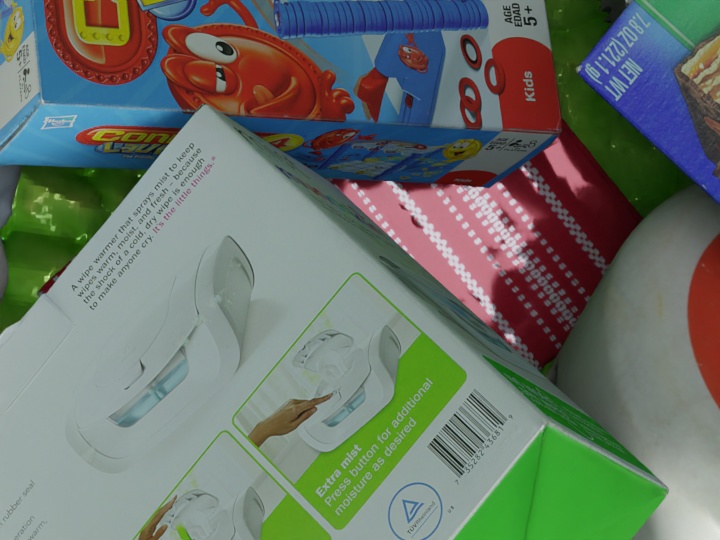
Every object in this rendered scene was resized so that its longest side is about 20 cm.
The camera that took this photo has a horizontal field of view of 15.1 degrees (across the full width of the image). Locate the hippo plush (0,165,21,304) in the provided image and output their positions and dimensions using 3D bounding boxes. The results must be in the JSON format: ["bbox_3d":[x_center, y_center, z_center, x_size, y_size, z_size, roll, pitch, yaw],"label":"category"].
[{"bbox_3d":[-0.215,-0.061,0.895,0.200,0.159,0.161,-17,125,-17],"label":"hippo plush"}]

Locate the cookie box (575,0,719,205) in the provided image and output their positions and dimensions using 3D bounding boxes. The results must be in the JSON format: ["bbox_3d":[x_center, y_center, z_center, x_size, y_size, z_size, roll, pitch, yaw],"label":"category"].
[{"bbox_3d":[0.199,-0.058,0.848,0.200,0.075,0.171,43,104,15],"label":"cookie box"}]

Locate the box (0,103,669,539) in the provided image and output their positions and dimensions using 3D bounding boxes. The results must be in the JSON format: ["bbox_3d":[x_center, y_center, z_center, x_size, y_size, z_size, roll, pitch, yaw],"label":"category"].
[{"bbox_3d":[-0.040,0.082,0.858,0.176,0.097,0.200,42,96,35],"label":"box"}]

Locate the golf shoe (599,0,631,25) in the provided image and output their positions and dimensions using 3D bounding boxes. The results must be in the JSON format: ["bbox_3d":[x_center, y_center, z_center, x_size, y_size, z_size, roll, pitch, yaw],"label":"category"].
[{"bbox_3d":[0.120,-0.135,0.938,0.077,0.088,0.200,-18,79,-41],"label":"golf shoe"}]

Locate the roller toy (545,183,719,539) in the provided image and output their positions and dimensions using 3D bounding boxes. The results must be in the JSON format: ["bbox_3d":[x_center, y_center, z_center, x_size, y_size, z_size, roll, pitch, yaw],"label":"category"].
[{"bbox_3d":[0.152,0.068,0.943,0.182,0.140,0.200,40,50,12],"label":"roller toy"}]

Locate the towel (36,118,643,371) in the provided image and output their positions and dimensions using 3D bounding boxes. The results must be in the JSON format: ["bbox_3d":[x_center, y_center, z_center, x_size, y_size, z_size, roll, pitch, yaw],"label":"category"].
[{"bbox_3d":[0.000,0.000,1.010,0.200,0.022,0.145,-39,94,-5],"label":"towel"}]

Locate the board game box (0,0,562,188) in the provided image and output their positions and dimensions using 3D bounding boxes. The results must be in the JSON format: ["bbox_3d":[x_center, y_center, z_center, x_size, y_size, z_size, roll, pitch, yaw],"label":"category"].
[{"bbox_3d":[-0.038,-0.134,0.941,0.195,0.056,0.201,1,72,-28],"label":"board game box"}]
